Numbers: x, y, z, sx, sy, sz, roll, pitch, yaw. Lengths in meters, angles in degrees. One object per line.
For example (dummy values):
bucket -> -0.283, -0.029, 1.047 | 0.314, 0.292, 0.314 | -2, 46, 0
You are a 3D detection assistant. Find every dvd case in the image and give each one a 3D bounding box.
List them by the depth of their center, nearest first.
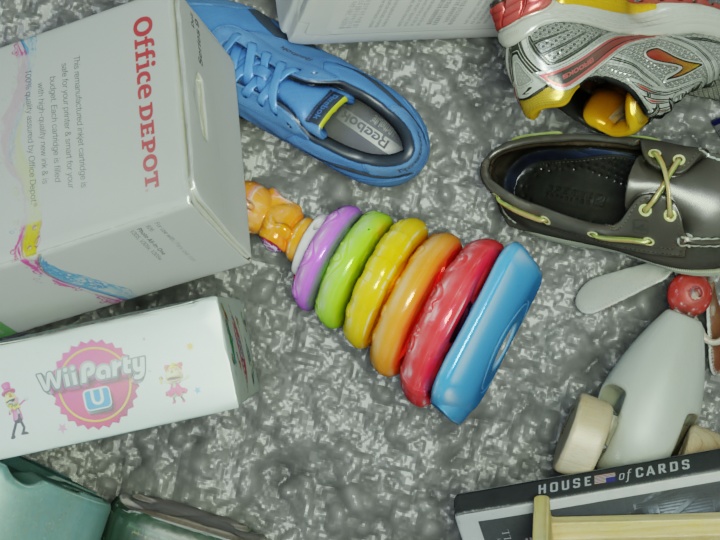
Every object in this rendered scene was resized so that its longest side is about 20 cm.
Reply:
dvd case -> 0.169, 0.178, 1.077 | 0.198, 0.025, 0.151 | -12, 120, 14

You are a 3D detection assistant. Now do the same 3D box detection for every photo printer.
photo printer -> 0.059, -0.187, 1.055 | 0.198, 0.166, 0.070 | -4, 77, -11

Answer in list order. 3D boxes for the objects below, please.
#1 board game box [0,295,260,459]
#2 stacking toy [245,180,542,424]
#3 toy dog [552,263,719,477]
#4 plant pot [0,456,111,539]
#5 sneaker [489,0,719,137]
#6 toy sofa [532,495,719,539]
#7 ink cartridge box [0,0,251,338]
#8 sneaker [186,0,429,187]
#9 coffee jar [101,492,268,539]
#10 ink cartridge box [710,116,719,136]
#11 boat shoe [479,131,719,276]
board game box -> -0.139, 0.057, 1.044 | 0.146, 0.200, 0.065 | -12, 89, 0
stacking toy -> 0.000, 0.000, 1.104 | 0.199, 0.116, 0.110 | 28, 87, 11
toy dog -> 0.184, 0.056, 1.116 | 0.132, 0.096, 0.200 | 40, 75, 2
plant pot -> -0.250, 0.194, 1.053 | 0.199, 0.200, 0.198 | 23, 84, 0
sneaker -> 0.159, -0.114, 1.076 | 0.198, 0.078, 0.083 | 2, 75, -34
toy sofa -> 0.191, 0.183, 1.013 | 0.198, 0.083, 0.098 | -3, 118, 8
ink cartridge box -> -0.170, -0.056, 1.050 | 0.198, 0.088, 0.147 | -18, 60, 17
sneaker -> -0.047, -0.114, 1.107 | 0.199, 0.078, 0.066 | 28, 92, 1
coffee jar -> -0.129, 0.243, 1.100 | 0.103, 0.085, 0.202 | 18, 89, -7
ink cartridge box -> 0.286, -0.019, 1.100 | 0.037, 0.095, 0.201 | -36, 90, -1
boat shoe -> 0.164, -0.042, 1.068 | 0.200, 0.060, 0.072 | 6, 77, 33
